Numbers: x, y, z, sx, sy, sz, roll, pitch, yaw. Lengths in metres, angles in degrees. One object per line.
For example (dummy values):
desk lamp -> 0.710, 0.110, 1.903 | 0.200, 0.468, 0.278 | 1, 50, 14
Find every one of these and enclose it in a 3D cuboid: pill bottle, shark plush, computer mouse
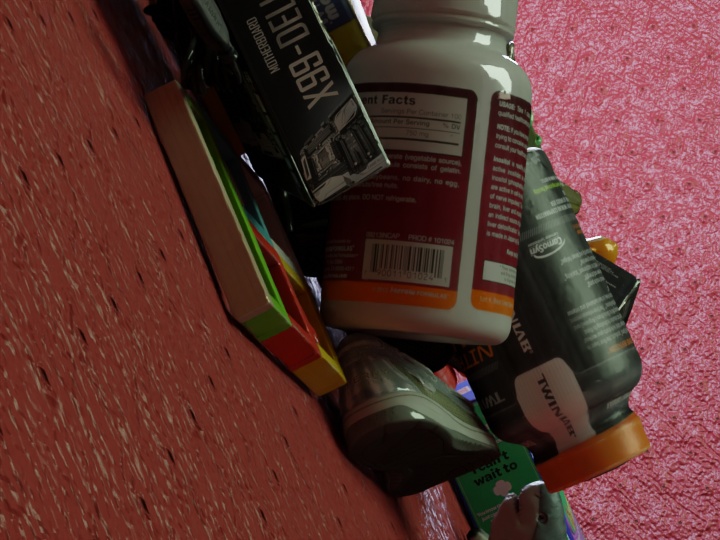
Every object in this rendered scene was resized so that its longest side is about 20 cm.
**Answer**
pill bottle -> 0.108, 0.034, 1.287 | 0.106, 0.105, 0.201 | 21, 44, -83
shark plush -> 0.149, 0.261, 1.555 | 0.091, 0.083, 0.201 | 3, 62, -84
computer mouse -> -0.121, -0.174, 1.022 | 0.141, 0.046, 0.201 | 52, -13, 56
pill bottle -> 0.040, -0.062, 1.192 | 0.113, 0.112, 0.202 | 34, 62, -80

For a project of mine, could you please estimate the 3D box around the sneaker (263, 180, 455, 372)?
sneaker -> 0.000, 0.000, 1.340 | 0.200, 0.076, 0.114 | 60, 8, -20

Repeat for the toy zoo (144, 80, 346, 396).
toy zoo -> -0.054, -0.009, 1.106 | 0.200, 0.020, 0.132 | 52, 14, -69

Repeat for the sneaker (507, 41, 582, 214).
sneaker -> 0.091, -0.105, 1.372 | 0.199, 0.089, 0.077 | 35, -4, -36

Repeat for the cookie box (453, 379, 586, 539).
cookie box -> 0.131, 0.191, 1.754 | 0.201, 0.075, 0.171 | 64, 6, -2

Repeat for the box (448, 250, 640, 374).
box -> 0.084, 0.014, 1.425 | 0.199, 0.049, 0.162 | 31, -29, 15

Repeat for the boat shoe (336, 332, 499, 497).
boat shoe -> 0.032, 0.090, 1.250 | 0.202, 0.074, 0.065 | 36, 33, -66

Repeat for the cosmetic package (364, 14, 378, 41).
cosmetic package -> -0.020, -0.148, 1.465 | 0.199, 0.051, 0.083 | 29, -23, 46

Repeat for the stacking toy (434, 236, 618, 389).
stacking toy -> 0.102, 0.021, 1.556 | 0.111, 0.199, 0.116 | 66, 6, 14

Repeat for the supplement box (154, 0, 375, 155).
supplement box -> -0.063, -0.176, 1.309 | 0.109, 0.109, 0.200 | 62, 5, -27

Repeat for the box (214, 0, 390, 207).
box -> -0.063, -0.141, 1.109 | 0.201, 0.049, 0.158 | 65, -9, -14
